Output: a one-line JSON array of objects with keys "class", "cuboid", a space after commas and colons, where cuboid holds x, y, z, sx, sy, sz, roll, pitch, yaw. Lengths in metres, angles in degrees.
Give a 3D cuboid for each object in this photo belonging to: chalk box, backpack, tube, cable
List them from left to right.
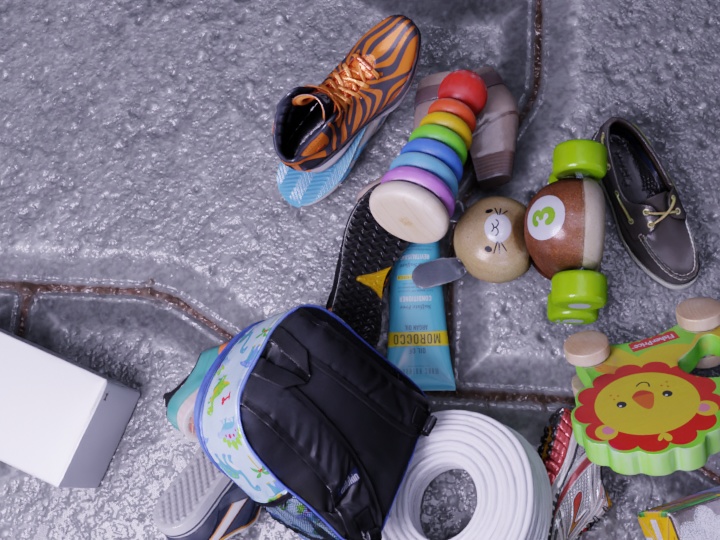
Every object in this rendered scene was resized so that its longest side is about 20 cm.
[{"class": "backpack", "cuboid": [-0.057, 0.144, 0.857, 0.200, 0.147, 0.184, 46, 54, -23]}, {"class": "tube", "cuboid": [0.062, 0.033, 0.991, 0.077, 0.050, 0.202, -4, 80, 11]}, {"class": "cable", "cuboid": [0.087, 0.232, 0.888, 0.199, 0.069, 0.201, 13, 67, 37]}, {"class": "chalk box", "cuboid": [0.395, 0.263, 0.870, 0.199, 0.124, 0.125, -17, 74, -2]}]

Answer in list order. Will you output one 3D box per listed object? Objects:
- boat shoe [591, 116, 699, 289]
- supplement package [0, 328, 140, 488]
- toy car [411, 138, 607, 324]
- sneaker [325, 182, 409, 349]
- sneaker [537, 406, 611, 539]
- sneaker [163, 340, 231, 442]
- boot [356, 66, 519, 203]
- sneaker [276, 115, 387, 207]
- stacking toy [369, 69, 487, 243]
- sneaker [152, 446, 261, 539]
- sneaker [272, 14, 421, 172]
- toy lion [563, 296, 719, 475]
[{"class": "boat shoe", "cuboid": [0.314, -0.074, 0.991, 0.071, 0.061, 0.202, -25, 76, -3]}, {"class": "supplement package", "cuboid": [-0.357, 0.137, 0.951, 0.199, 0.117, 0.118, 22, 78, 9]}, {"class": "toy car", "cuboid": [0.153, -0.037, 0.948, 0.198, 0.158, 0.166, 1, 76, 9]}, {"class": "sneaker", "cuboid": [0.000, 0.000, 0.975, 0.070, 0.090, 0.201, 18, 81, -12]}, {"class": "sneaker", "cuboid": [0.211, 0.245, 0.909, 0.082, 0.078, 0.201, 18, 80, 3]}, {"class": "sneaker", "cuboid": [-0.127, 0.097, 0.969, 0.200, 0.072, 0.080, -36, 37, -23]}, {"class": "boot", "cuboid": [0.085, -0.153, 1.029, 0.198, 0.070, 0.147, -10, 68, 3]}, {"class": "sneaker", "cuboid": [-0.019, -0.155, 1.029, 0.076, 0.081, 0.200, 39, 101, 10]}, {"class": "stacking toy", "cuboid": [0.084, -0.128, 0.942, 0.085, 0.086, 0.201, 22, 62, 9]}, {"class": "sneaker", "cuboid": [-0.130, 0.211, 0.944, 0.078, 0.080, 0.200, 13, 48, 40]}, {"class": "sneaker", "cuboid": [-0.014, -0.182, 0.926, 0.077, 0.112, 0.200, 39, 100, 10]}, {"class": "toy lion", "cuboid": [0.298, 0.119, 0.880, 0.199, 0.192, 0.069, -17, 117, -1]}]
